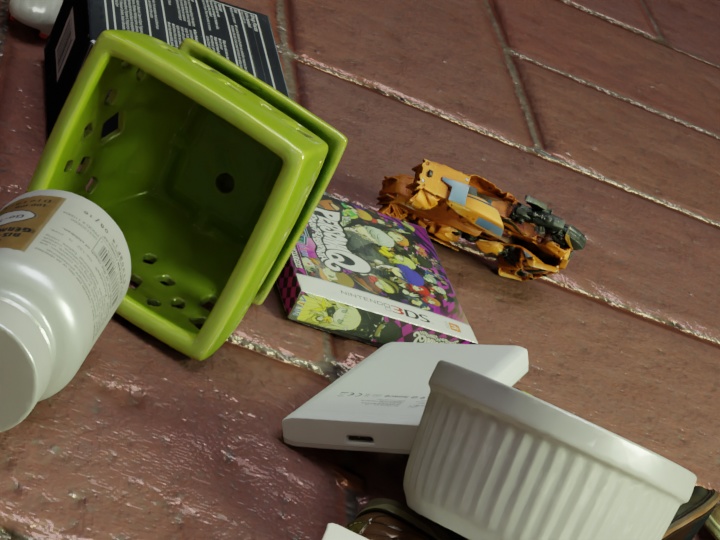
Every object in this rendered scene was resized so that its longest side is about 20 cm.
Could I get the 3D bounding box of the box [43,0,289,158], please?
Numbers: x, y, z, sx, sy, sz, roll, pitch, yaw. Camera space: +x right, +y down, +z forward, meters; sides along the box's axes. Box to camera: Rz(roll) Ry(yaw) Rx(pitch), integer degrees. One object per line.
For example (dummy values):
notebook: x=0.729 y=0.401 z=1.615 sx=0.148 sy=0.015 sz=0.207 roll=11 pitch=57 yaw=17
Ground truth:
box: x=-0.185 y=-0.179 z=1.740 sx=0.198 sy=0.123 sz=0.200 roll=17 pitch=29 yaw=-20

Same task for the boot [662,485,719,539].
boot: x=0.219 y=0.196 z=1.495 sx=0.097 sy=0.075 sz=0.200 roll=39 pitch=29 yaw=17

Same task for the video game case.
video game case: x=0.000 y=0.000 z=1.690 sx=0.181 sy=0.036 sz=0.200 roll=18 pitch=27 yaw=-24

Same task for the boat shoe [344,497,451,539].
boat shoe: x=0.072 y=0.235 z=1.292 sx=0.199 sy=0.072 sz=0.068 roll=23 pitch=28 yaw=13

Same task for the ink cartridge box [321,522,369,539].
ink cartridge box: x=0.042 y=0.259 z=1.205 sx=0.200 sy=0.067 sz=0.117 roll=29 pitch=26 yaw=1

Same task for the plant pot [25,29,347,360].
plant pot: x=-0.135 y=-0.071 z=1.514 sx=0.199 sy=0.200 sz=0.181 roll=32 pitch=18 yaw=10

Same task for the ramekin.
ramekin: x=0.125 y=0.151 z=1.301 sx=0.200 sy=0.105 sz=0.200 roll=24 pitch=-3 yaw=1

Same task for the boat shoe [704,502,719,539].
boat shoe: x=0.381 y=0.214 z=1.633 sx=0.200 sy=0.063 sz=0.073 roll=7 pitch=32 yaw=-37

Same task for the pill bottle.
pill bottle: x=-0.240 y=0.029 z=1.305 sx=0.114 sy=0.115 sz=0.200 roll=26 pitch=25 yaw=-3

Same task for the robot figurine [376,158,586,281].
robot figurine: x=0.121 y=-0.045 z=1.824 sx=0.200 sy=0.058 sz=0.145 roll=25 pitch=-16 yaw=-18

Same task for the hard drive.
hard drive: x=0.040 y=0.099 z=1.482 sx=0.131 sy=0.027 sz=0.200 roll=1 pitch=16 yaw=25

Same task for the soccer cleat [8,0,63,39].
soccer cleat: x=-0.296 y=-0.293 z=1.898 sx=0.069 sy=0.078 sz=0.200 roll=31 pitch=26 yaw=8

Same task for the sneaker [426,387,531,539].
sneaker: x=0.096 y=0.146 z=1.455 sx=0.072 sy=0.083 sz=0.200 roll=29 pitch=25 yaw=4
